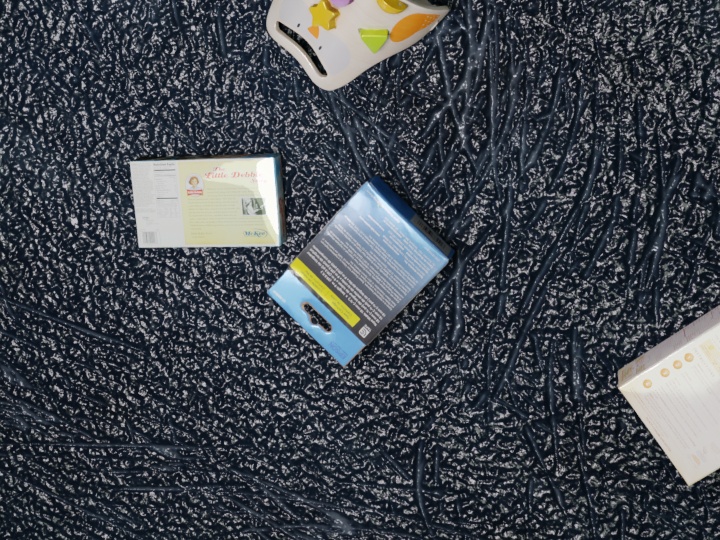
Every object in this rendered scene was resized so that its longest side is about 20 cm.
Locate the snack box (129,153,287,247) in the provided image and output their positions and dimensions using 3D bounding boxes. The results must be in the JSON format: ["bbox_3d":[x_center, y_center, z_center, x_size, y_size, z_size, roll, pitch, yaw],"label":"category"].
[{"bbox_3d":[-0.198,-0.091,1.515,0.198,0.037,0.118,0,104,12],"label":"snack box"}]

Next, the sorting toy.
[{"bbox_3d":[-0.030,-0.316,1.406,0.200,0.107,0.180,45,127,-1],"label":"sorting toy"}]

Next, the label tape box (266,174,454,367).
[{"bbox_3d":[0.000,0.000,1.481,0.144,0.063,0.200,44,108,-1],"label":"label tape box"}]

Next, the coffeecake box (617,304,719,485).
[{"bbox_3d":[0.440,0.140,1.414,0.199,0.073,0.154,-36,94,18],"label":"coffeecake box"}]
